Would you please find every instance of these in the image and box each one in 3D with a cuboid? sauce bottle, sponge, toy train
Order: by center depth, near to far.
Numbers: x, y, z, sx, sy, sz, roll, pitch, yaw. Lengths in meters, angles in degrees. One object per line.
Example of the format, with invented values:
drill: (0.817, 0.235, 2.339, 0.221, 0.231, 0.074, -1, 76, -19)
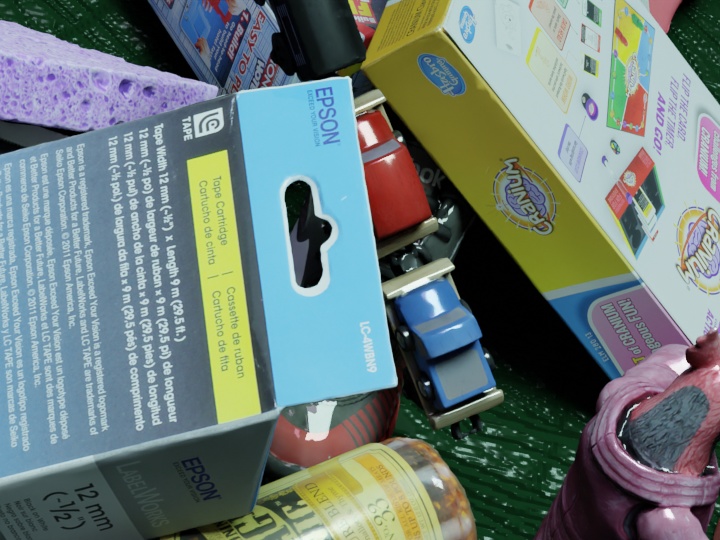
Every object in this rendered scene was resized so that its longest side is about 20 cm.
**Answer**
sauce bottle: (-0.053, 0.119, 1.014, 0.200, 0.066, 0.066, -23, 57, -29)
toy train: (0.007, -0.032, 1.059, 0.034, 0.046, 0.200, -23, 95, -18)
sponge: (-0.155, -0.082, 1.112, 0.111, 0.030, 0.200, 20, 7, 29)

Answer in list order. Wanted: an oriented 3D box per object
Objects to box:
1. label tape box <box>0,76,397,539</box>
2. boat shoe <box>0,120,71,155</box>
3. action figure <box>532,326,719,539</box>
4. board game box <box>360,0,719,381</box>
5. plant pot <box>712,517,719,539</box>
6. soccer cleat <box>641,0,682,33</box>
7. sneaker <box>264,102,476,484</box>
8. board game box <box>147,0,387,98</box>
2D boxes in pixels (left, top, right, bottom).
label tape box: (-0.086, 0.022, 1.015, 0.199, 0.066, 0.144, -13, 53, 5)
boat shoe: (-0.178, -0.031, 1.121, 0.200, 0.072, 0.068, 17, 70, 7)
action figure: (0.084, 0.087, 0.992, 0.149, 0.200, 0.134, 2, 46, -14)
board game box: (0.090, -0.057, 1.161, 0.200, 0.040, 0.153, 50, 34, -22)
plant pot: (0.251, 0.080, 1.069, 0.200, 0.178, 0.201, 9, 44, -9)
soccer cleat: (0.156, -0.172, 1.376, 0.067, 0.077, 0.200, 6, 23, 19)
sneaker: (0.000, 0.000, 1.125, 0.071, 0.098, 0.201, 21, 45, 1)
board game box: (-0.009, -0.121, 1.251, 0.200, 0.062, 0.200, 8, 38, -22)
